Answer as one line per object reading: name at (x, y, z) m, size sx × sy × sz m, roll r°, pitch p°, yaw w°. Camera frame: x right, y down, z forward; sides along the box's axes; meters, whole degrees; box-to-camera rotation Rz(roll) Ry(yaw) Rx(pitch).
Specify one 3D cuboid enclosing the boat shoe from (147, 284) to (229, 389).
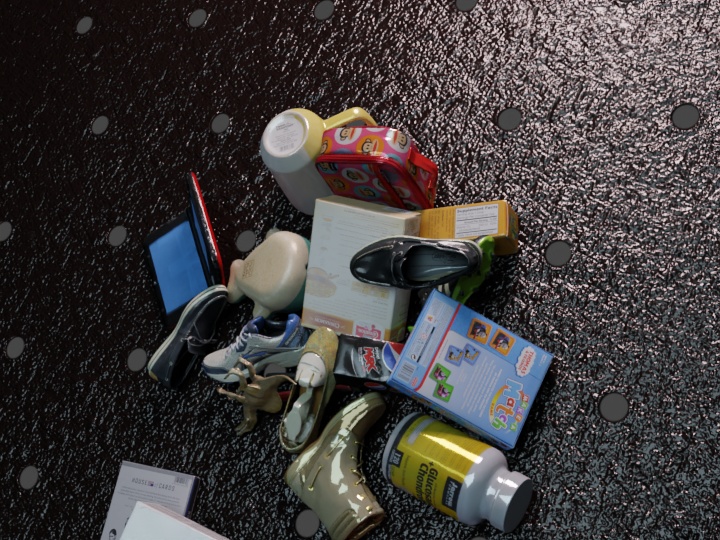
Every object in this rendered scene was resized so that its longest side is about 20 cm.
boat shoe at (-0.276, 0.112, 1.858) m, size 0.062 × 0.074 × 0.201 m, roll 42°, pitch 99°, yaw 29°

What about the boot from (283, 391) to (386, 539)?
boot at (-0.004, 0.296, 1.658) m, size 0.200 × 0.073 × 0.156 m, roll -46°, pitch 58°, yaw 4°

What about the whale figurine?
whale figurine at (-0.139, 0.013, 1.835) m, size 0.199 × 0.103 × 0.161 m, roll -14°, pitch 62°, yaw 47°

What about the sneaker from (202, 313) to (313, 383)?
sneaker at (-0.169, 0.114, 1.788) m, size 0.198 × 0.086 × 0.077 m, roll -17°, pitch 32°, yaw 15°

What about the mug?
mug at (-0.080, -0.205, 1.845) m, size 0.149 × 0.153 × 0.187 m, roll 33°, pitch 86°, yaw 32°

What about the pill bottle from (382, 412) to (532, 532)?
pill bottle at (0.137, 0.287, 1.573) m, size 0.199 × 0.112 × 0.113 m, roll 23°, pitch 81°, yaw 31°

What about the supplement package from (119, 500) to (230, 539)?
supplement package at (-0.297, 0.474, 1.683) m, size 0.154 × 0.111 × 0.202 m, roll 22°, pitch 81°, yaw 13°

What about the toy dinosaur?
toy dinosaur at (-0.160, 0.181, 1.738) m, size 0.101 × 0.200 × 0.058 m, roll 37°, pitch 46°, yaw -3°

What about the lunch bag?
lunch bag at (0.040, -0.149, 1.741) m, size 0.174 × 0.200 × 0.083 m, roll 3°, pitch 66°, yaw 27°

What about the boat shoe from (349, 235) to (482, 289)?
boat shoe at (0.075, -0.007, 1.613) m, size 0.197 × 0.066 × 0.076 m, roll 1°, pitch 103°, yaw 12°

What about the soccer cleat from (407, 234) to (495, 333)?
soccer cleat at (0.133, 0.027, 1.685) m, size 0.081 × 0.067 × 0.202 m, roll 38°, pitch 107°, yaw 38°

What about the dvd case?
dvd case at (-0.347, 0.418, 1.800) m, size 0.149 × 0.025 × 0.202 m, roll 6°, pitch 72°, yaw 27°

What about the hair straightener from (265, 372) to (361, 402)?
hair straightener at (-0.062, 0.158, 1.756) m, size 0.198 × 0.041 × 0.078 m, roll -11°, pitch 65°, yaw 27°

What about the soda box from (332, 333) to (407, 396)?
soda box at (0.062, 0.147, 1.653) m, size 0.197 × 0.071 × 0.064 m, roll 9°, pitch 70°, yaw 6°

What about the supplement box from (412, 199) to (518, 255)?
supplement box at (0.143, -0.057, 1.734) m, size 0.198 × 0.067 × 0.070 m, roll -4°, pitch 67°, yaw 23°

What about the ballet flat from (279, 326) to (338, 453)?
ballet flat at (-0.080, 0.186, 1.703) m, size 0.070 × 0.070 × 0.202 m, roll 22°, pitch 103°, yaw 30°

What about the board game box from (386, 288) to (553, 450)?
board game box at (0.157, 0.141, 1.595) m, size 0.198 × 0.037 × 0.152 m, roll 29°, pitch 70°, yaw -1°

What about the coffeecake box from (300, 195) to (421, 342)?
coffeecake box at (0.000, 0.000, 1.718) m, size 0.152 × 0.073 × 0.203 m, roll 13°, pitch 104°, yaw 22°

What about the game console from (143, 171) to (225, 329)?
game console at (-0.308, -0.034, 1.907) m, size 0.117 × 0.173 × 0.202 m, roll -15°, pitch 60°, yaw -11°
